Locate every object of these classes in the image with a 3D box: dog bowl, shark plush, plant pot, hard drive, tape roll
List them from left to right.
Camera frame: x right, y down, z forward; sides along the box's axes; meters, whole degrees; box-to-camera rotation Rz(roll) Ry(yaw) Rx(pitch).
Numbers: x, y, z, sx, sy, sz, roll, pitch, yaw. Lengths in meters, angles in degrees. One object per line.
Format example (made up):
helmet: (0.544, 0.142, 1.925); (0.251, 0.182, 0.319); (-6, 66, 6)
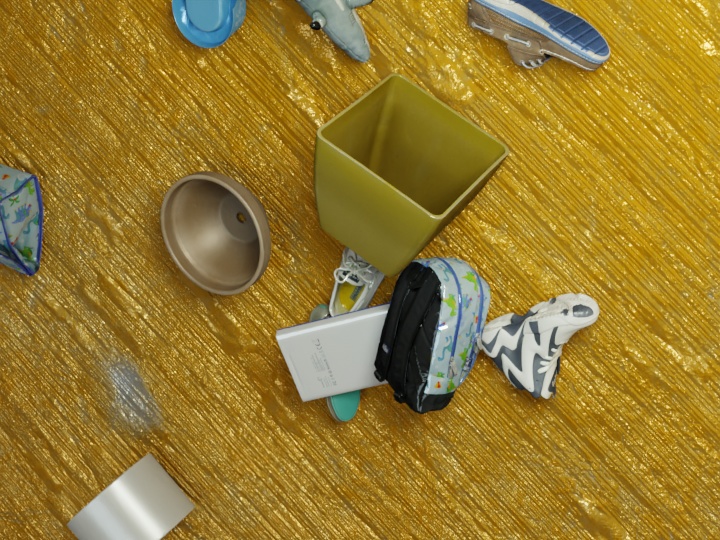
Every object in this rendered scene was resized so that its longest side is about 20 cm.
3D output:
tape roll: (-0.435, 0.465, 2.030); (0.139, 0.203, 0.203); (50, 128, 2)
dog bowl: (-0.219, -0.430, 1.556); (0.111, 0.050, 0.201); (14, 120, 26)
plant pot: (-0.212, -0.070, 1.699); (0.200, 0.093, 0.202); (15, 120, 27)
shark plush: (-0.049, -0.352, 1.414); (0.090, 0.200, 0.084); (-11, 67, 26)
hard drive: (-0.015, 0.127, 1.651); (0.199, 0.025, 0.132); (-14, 119, 11)
plant pot: (0.050, -0.114, 1.461); (0.200, 0.200, 0.177); (36, 137, 12)

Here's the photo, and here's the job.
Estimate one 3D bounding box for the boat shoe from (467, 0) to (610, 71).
boat shoe: (0.221, -0.296, 1.340); (0.200, 0.072, 0.073); (38, 132, 23)

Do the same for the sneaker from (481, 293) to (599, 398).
sneaker: (0.269, 0.115, 1.497); (0.199, 0.079, 0.130); (-23, 101, 37)

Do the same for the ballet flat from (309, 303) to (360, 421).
ballet flat: (-0.042, 0.146, 1.727); (0.064, 0.067, 0.201); (25, 128, 54)

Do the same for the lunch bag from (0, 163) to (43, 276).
lunch bag: (-0.681, -0.093, 1.969); (0.169, 0.128, 0.201); (21, 135, 19)

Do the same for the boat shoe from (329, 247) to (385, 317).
boat shoe: (-0.004, -0.002, 1.605); (0.074, 0.086, 0.202); (36, 127, 12)

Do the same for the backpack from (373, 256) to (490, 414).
backpack: (0.103, 0.077, 1.530); (0.163, 0.153, 0.201); (-139, 43, -57)
